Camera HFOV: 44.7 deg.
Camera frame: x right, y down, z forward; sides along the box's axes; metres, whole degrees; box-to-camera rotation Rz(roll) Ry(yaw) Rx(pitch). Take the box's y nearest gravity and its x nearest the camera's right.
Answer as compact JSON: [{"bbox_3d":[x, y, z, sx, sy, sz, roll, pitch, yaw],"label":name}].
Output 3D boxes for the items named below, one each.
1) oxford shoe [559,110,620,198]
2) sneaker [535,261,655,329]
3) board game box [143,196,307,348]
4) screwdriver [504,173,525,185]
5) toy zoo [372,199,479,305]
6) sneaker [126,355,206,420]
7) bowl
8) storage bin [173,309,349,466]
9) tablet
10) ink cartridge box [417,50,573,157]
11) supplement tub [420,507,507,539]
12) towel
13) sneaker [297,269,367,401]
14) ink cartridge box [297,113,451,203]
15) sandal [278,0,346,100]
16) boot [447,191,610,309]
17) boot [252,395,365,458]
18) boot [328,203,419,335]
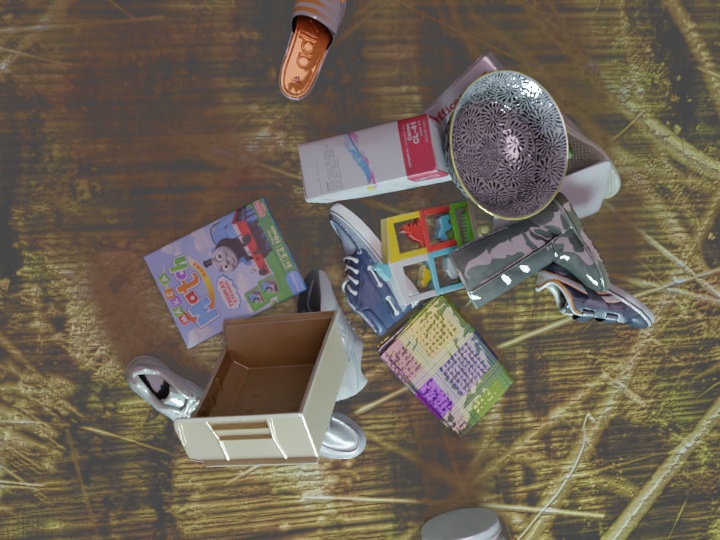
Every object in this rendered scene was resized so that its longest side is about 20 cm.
[{"bbox_3d":[0.338,-0.193,1.391,0.199,0.058,0.075,39,124,-9],"label":"oxford shoe"},{"bbox_3d":[0.366,0.050,1.390,0.198,0.078,0.080,33,81,3],"label":"sneaker"},{"bbox_3d":[-0.199,0.003,1.301,0.197,0.037,0.153,-26,95,2],"label":"board game box"},{"bbox_3d":[0.177,-0.146,1.301,0.197,0.028,0.030,18,103,10],"label":"screwdriver"},{"bbox_3d":[0.103,-0.027,1.334,0.197,0.020,0.134,-14,93,-33],"label":"toy zoo"},{"bbox_3d":[-0.257,0.197,1.278,0.198,0.080,0.071,31,84,-10],"label":"sneaker"},{"bbox_3d":[0.186,-0.171,1.232,0.197,0.094,0.205,0,89,-26],"label":"bowl"},{"bbox_3d":[-0.132,0.160,1.199,0.195,0.201,0.095,-5,125,18],"label":"storage bin"},{"bbox_3d":[0.293,-0.095,1.358,0.197,0.131,0.014,-23,58,-9],"label":"tablet"},{"bbox_3d":[0.204,-0.210,1.328,0.146,0.084,0.200,-40,97,22],"label":"ink cartridge box"},{"bbox_3d":[0.170,0.482,1.329,0.138,0.140,0.204,-13,93,-9],"label":"supplement tub"},{"bbox_3d":[0.136,0.147,1.379,0.144,0.023,0.200,-44,98,-7],"label":"towel"},{"bbox_3d":[-0.043,0.097,1.333,0.079,0.070,0.204,-7,85,-36],"label":"sneaker"},{"bbox_3d":[0.026,-0.156,1.259,0.196,0.147,0.087,-9,90,17],"label":"ink cartridge box"},{"bbox_3d":[-0.069,-0.360,1.319,0.078,0.059,0.210,15,88,-9],"label":"sandal"},{"bbox_3d":[0.255,0.000,1.322,0.198,0.073,0.183,-34,95,-1],"label":"boot"},{"bbox_3d":[-0.078,0.236,1.306,0.197,0.096,0.075,22,87,-9],"label":"boot"},{"bbox_3d":[0.000,0.000,1.328,0.090,0.073,0.201,-42,98,-12],"label":"boot"}]
